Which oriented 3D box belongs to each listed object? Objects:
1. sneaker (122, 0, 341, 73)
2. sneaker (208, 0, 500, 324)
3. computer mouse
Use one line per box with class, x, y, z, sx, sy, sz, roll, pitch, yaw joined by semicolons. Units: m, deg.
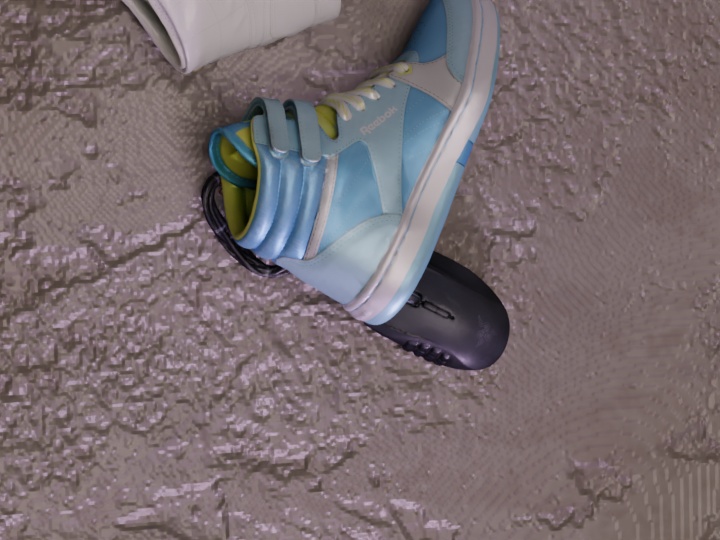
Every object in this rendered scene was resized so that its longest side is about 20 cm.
sneaker;-0.096;-0.205;1.283;0.116;0.074;0.200;-26;102;-20
sneaker;-0.007;-0.084;1.311;0.131;0.080;0.200;24;70;-15
computer mouse;0.000;0.000;1.348;0.200;0.034;0.059;26;85;-18
